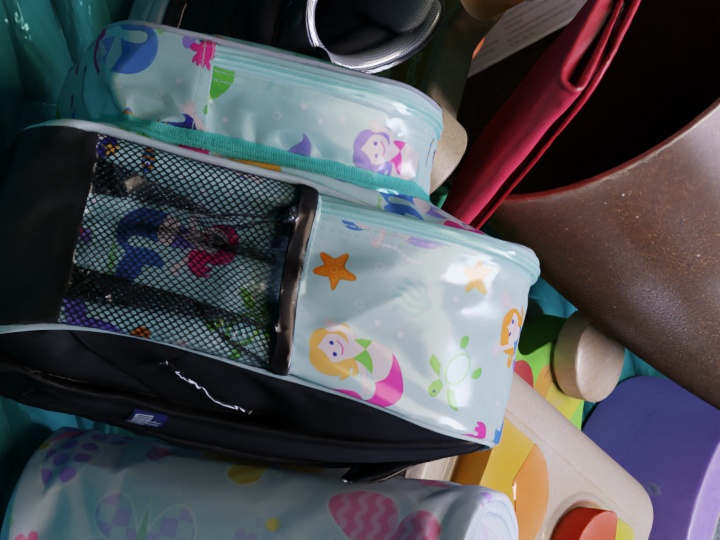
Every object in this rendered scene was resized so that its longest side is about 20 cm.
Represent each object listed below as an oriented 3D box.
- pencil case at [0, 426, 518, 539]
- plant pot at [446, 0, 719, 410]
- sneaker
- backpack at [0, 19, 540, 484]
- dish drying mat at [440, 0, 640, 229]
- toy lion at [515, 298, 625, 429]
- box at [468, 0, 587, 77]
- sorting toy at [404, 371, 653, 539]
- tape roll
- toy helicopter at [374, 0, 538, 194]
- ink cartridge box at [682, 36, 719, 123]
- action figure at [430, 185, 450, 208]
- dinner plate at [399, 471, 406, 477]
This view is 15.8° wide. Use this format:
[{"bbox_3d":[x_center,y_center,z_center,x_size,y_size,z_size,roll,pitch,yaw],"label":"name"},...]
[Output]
[{"bbox_3d":[-0.038,0.115,0.992,0.083,0.200,0.091,-16,113,-68],"label":"pencil case"},{"bbox_3d":[0.165,-0.027,1.261,0.200,0.187,0.187,55,49,-29],"label":"plant pot"},{"bbox_3d":[-0.008,-0.140,1.062,0.076,0.114,0.200,54,52,-39],"label":"sneaker"},{"bbox_3d":[-0.038,0.000,0.934,0.178,0.200,0.151,159,-50,-76],"label":"backpack"},{"bbox_3d":[0.070,-0.062,1.089,0.077,0.018,0.200,-63,-176,-25],"label":"dish drying mat"},{"bbox_3d":[0.057,0.109,1.289,0.192,0.069,0.200,-30,122,-45],"label":"toy lion"},{"bbox_3d":[0.109,-0.143,1.185,0.039,0.200,0.041,-30,92,-50],"label":"box"},{"bbox_3d":[0.069,0.149,1.156,0.185,0.036,0.200,41,57,-45],"label":"sorting toy"},{"bbox_3d":[0.187,0.163,1.483,0.200,0.085,0.200,-20,113,-57],"label":"tape roll"},{"bbox_3d":[0.040,-0.097,1.084,0.079,0.132,0.200,49,32,-26],"label":"toy helicopter"},{"bbox_3d":[0.196,-0.147,1.373,0.146,0.146,0.200,-39,128,-50],"label":"ink cartridge box"},{"bbox_3d":[0.000,0.000,1.170,0.200,0.055,0.118,-21,113,-57],"label":"action figure"},{"bbox_3d":[0.009,0.092,1.128,0.200,0.024,0.201,-23,115,-62],"label":"dinner plate"}]
